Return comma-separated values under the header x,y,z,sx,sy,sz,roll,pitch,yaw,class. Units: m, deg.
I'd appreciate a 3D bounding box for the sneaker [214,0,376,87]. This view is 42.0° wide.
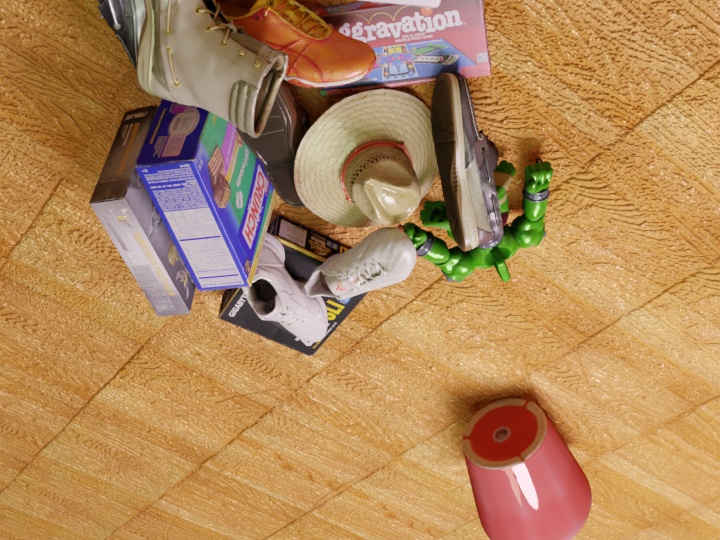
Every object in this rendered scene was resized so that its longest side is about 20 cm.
x,y,z,sx,sy,sz,roll,pitch,yaw,class
-0.077,-0.247,0.974,0.196,0.074,0.078,19,142,8,sneaker

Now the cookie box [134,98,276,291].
x,y,z,sx,sy,sz,roll,pitch,yaw,class
-0.171,-0.108,1.091,0.073,0.174,0.202,-3,138,15,cookie box

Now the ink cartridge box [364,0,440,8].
x,y,z,sx,sy,sz,roll,pitch,yaw,class
0.002,-0.355,0.891,0.172,0.045,0.202,5,137,1,ink cartridge box

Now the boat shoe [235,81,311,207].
x,y,z,sx,sy,sz,roll,pitch,yaw,class
-0.096,-0.168,1.095,0.070,0.069,0.202,3,140,18,boat shoe

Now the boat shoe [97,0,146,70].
x,y,z,sx,sy,sz,roll,pitch,yaw,class
-0.243,-0.281,0.984,0.066,0.073,0.202,9,141,6,boat shoe

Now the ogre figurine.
x,y,z,sx,sy,sz,roll,pitch,yaw,class
0.151,-0.051,1.159,0.199,0.098,0.121,-38,134,-7,ogre figurine

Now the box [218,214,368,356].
x,y,z,sx,sy,sz,roll,pitch,yaw,class
-0.091,0.027,1.319,0.157,0.050,0.200,23,135,-20,box

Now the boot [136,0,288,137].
x,y,z,sx,sy,sz,roll,pitch,yaw,class
-0.142,-0.247,0.932,0.152,0.072,0.203,25,122,16,boot

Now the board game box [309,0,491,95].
x,y,z,sx,sy,sz,roll,pitch,yaw,class
0.040,-0.248,1.023,0.195,0.020,0.104,-5,135,13,board game box

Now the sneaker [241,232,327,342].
x,y,z,sx,sy,sz,roll,pitch,yaw,class
-0.108,0.044,1.231,0.074,0.101,0.201,-17,133,21,sneaker

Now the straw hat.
x,y,z,sx,sy,sz,roll,pitch,yaw,class
0.026,-0.101,1.086,0.197,0.086,0.204,-13,135,-14,straw hat

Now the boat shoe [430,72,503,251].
x,y,z,sx,sy,sz,roll,pitch,yaw,class
0.124,-0.126,1.060,0.063,0.073,0.204,-14,113,-13,boat shoe

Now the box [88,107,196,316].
x,y,z,sx,sy,sz,roll,pitch,yaw,class
-0.249,-0.070,1.151,0.047,0.161,0.202,-6,136,13,box

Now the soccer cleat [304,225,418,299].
x,y,z,sx,sy,sz,roll,pitch,yaw,class
0.000,0.000,1.151,0.070,0.077,0.199,60,149,-6,soccer cleat

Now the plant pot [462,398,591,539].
x,y,z,sx,sy,sz,roll,pitch,yaw,class
0.254,0.317,1.498,0.196,0.202,0.179,-14,125,21,plant pot
